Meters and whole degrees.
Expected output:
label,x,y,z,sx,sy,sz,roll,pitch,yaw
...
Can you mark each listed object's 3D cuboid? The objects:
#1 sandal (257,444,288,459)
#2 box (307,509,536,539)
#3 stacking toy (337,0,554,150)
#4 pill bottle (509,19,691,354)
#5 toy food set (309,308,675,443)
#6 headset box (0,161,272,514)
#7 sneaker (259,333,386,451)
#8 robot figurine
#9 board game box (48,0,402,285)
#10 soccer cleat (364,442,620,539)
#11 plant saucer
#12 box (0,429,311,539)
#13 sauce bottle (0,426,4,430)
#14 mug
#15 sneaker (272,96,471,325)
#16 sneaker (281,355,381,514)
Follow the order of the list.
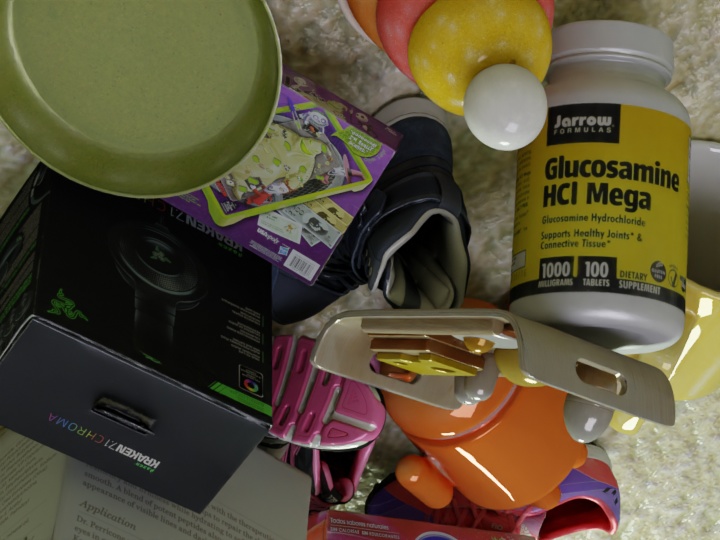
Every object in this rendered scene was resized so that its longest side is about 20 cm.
label,x,y,z,sx,sy,sz,roll,pitch,yaw
sandal,-0.125,0.171,1.638,0.203,0.082,0.050,-27,115,28
box,0.027,0.241,1.638,0.200,0.096,0.100,11,160,-33
stacking toy,0.067,-0.138,1.317,0.146,0.200,0.146,-6,133,-7
pill bottle,0.155,-0.053,1.409,0.112,0.200,0.112,3,166,1
toy food set,0.082,0.071,1.397,0.143,0.060,0.200,20,166,-40
headset box,-0.152,0.041,1.414,0.174,0.200,0.093,27,121,-20
sneaker,-0.051,0.088,1.539,0.200,0.074,0.087,10,166,39
robot figurine,0.088,0.099,1.596,0.144,0.117,0.200,-29,131,14
board game box,-0.087,-0.087,1.391,0.200,0.032,0.120,31,126,-4
soccer cleat,0.104,0.183,1.707,0.200,0.073,0.068,-7,133,-7
plant saucer,-0.141,-0.139,1.342,0.200,0.031,0.200,6,121,10
box,-0.171,0.206,1.503,0.199,0.171,0.200,31,131,-25
sauce bottle,-0.308,0.105,1.548,0.200,0.066,0.066,-27,132,13
mug,0.215,0.018,1.532,0.186,0.149,0.153,-20,149,-32
sneaker,-0.001,-0.001,1.467,0.077,0.146,0.202,19,127,-30
sneaker,-0.033,0.148,1.630,0.079,0.095,0.200,7,131,-21
